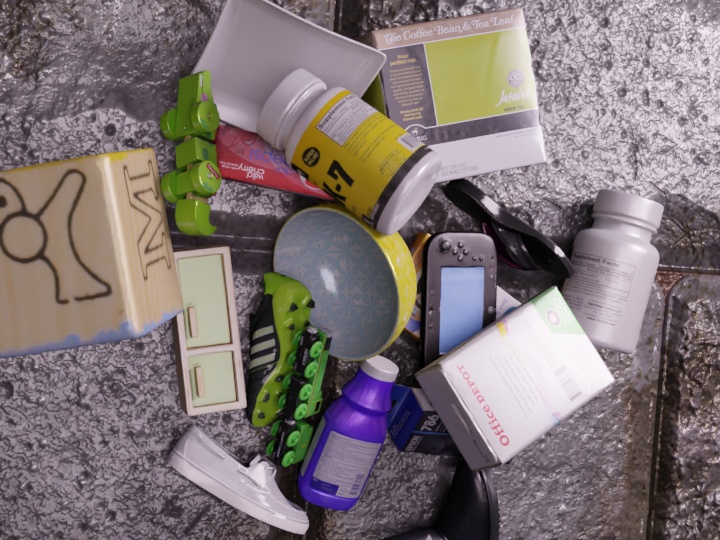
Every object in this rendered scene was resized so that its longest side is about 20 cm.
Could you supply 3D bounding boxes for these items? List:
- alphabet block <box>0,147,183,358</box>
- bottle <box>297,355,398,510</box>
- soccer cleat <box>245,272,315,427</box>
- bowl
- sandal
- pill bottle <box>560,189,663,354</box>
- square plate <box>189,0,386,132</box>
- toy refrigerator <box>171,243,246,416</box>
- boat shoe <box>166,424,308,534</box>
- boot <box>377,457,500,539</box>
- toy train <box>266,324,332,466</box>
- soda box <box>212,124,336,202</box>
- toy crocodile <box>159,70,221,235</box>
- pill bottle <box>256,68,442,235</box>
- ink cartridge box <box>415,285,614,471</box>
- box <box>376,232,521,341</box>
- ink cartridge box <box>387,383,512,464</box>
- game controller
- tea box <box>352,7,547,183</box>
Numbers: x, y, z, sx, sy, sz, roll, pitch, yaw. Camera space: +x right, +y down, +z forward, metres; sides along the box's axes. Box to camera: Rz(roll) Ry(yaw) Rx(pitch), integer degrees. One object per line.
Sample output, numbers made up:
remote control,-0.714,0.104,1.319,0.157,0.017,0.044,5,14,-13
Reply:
alphabet block,-0.327,-0.023,1.470,0.194,0.196,0.201,-8,96,6
bottle,-0.011,0.202,1.634,0.083,0.065,0.201,16,107,-19
soccer cleat,-0.110,0.099,1.632,0.067,0.081,0.201,-3,116,-43
bowl,0.000,0.000,1.612,0.108,0.200,0.201,-29,102,-45
sandal,0.186,-0.043,1.691,0.200,0.075,0.048,36,74,0
pill bottle,0.330,0.001,1.717,0.114,0.114,0.201,16,89,-15
square plate,-0.096,-0.237,1.573,0.197,0.200,0.029,23,46,-14
toy refrigerator,-0.191,0.072,1.603,0.076,0.070,0.201,-6,95,-15
boat shoe,-0.143,0.260,1.633,0.200,0.072,0.069,31,86,-5
boot,0.092,0.342,1.682,0.167,0.076,0.201,-10,110,-17
toy train,-0.072,0.155,1.615,0.056,0.042,0.201,-16,128,-49
soda box,-0.086,-0.127,1.605,0.199,0.070,0.064,11,91,-6
toy crocodile,-0.193,-0.140,1.542,0.062,0.067,0.201,17,66,-50
pill bottle,-0.015,-0.141,1.513,0.200,0.114,0.114,36,83,11
ink cartridge box,0.191,0.135,1.620,0.200,0.087,0.146,-32,88,-26
box,0.126,0.055,1.704,0.200,0.041,0.119,36,84,-12
ink cartridge box,0.118,0.200,1.682,0.199,0.100,0.039,9,48,-14
game controller,0.126,0.050,1.663,0.104,0.042,0.201,0,94,-15
tea box,0.105,-0.213,1.634,0.199,0.134,0.198,-11,97,-15
